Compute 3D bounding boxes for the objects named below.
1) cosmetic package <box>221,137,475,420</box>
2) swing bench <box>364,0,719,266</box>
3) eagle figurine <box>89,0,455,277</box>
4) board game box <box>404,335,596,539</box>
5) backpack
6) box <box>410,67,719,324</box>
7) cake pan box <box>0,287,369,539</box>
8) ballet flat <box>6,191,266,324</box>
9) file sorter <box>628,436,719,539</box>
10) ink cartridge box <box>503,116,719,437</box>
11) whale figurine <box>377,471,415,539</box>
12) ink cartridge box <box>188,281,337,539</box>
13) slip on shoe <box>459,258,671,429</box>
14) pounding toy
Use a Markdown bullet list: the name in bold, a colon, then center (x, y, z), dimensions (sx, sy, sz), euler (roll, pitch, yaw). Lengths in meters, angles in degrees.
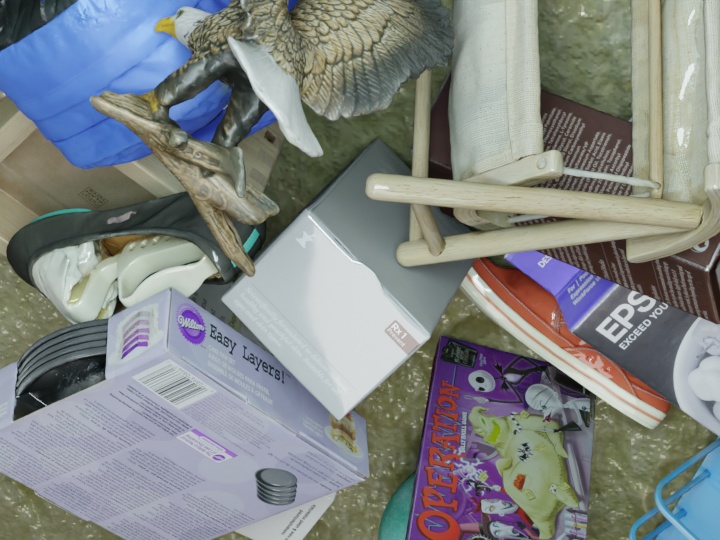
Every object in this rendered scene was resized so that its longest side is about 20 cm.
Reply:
- **cosmetic package**: center (0.000, 0.000, 1.258), dimensions (0.107, 0.200, 0.090), euler (46, 113, -1)
- **swing bench**: center (0.112, -0.116, 1.147), dimensions (0.198, 0.201, 0.130), euler (-1, 162, 11)
- **eagle figurine**: center (-0.043, -0.127, 1.012), dimensions (0.150, 0.201, 0.152), euler (32, 160, 14)
- **board game box**: center (0.097, 0.132, 1.387), dimensions (0.119, 0.201, 0.032), euler (10, 131, 1)
- **backpack**: center (-0.104, -0.147, 1.150), dimensions (0.168, 0.200, 0.162), euler (48, 136, -16)
- **box**: center (0.138, -0.048, 1.240), dimensions (0.199, 0.075, 0.100), euler (21, 166, 20)
- **cake pan box**: center (-0.124, 0.101, 1.273), dimensions (0.183, 0.053, 0.200), euler (-27, 137, 30)
- **ballet flat**: center (-0.147, -0.006, 1.233), dimensions (0.199, 0.069, 0.068), euler (-13, 133, 34)
- **file sorter**: center (0.248, 0.235, 1.463), dimensions (0.139, 0.122, 0.201), euler (44, 137, 23)
- **ink cartridge box**: center (0.228, -0.013, 1.311), dimensions (0.199, 0.044, 0.198), euler (34, 115, -17)
- **whale figurine**: center (0.091, 0.227, 1.482), dimensions (0.200, 0.103, 0.160), euler (44, 141, 31)
- **ink cartridge box**: center (-0.108, 0.084, 1.421), dimensions (0.199, 0.146, 0.084), euler (26, 133, -13)
- **slip on shoe**: center (0.136, 0.031, 1.390), dimensions (0.199, 0.074, 0.061), euler (34, 93, -10)
- **pounding toy**: center (-0.132, -0.083, 1.306), dimensions (0.184, 0.143, 0.200), euler (36, 139, -19)
